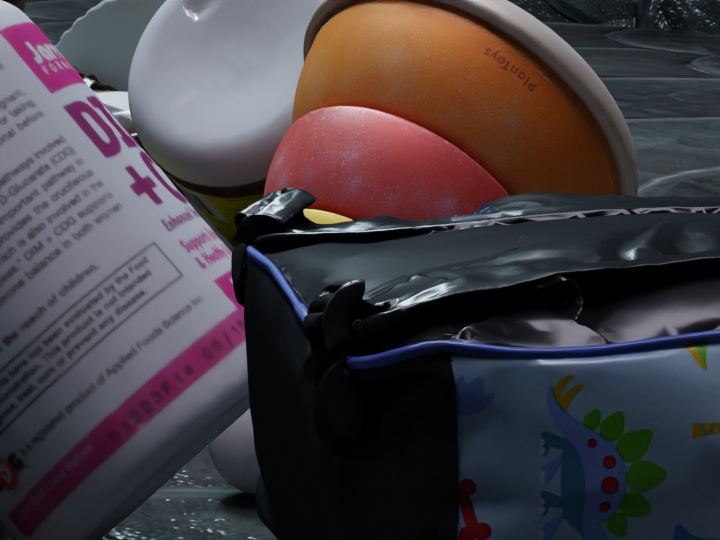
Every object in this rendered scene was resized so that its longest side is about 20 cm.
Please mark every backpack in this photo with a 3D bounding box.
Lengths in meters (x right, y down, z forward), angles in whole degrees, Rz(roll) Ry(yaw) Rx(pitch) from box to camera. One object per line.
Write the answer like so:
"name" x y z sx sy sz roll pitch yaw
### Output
"backpack" 0.077 0.054 0.773 0.199 0.148 0.183 -5 11 -10

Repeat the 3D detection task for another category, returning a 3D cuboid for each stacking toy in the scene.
"stacking toy" 0.000 0.000 1.092 0.146 0.146 0.200 9 50 38

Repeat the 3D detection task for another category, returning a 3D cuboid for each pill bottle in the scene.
"pill bottle" -0.123 -0.014 0.950 0.113 0.200 0.113 -41 -3 -3
"pill bottle" -0.014 -0.045 1.290 0.109 0.110 0.200 6 -23 27

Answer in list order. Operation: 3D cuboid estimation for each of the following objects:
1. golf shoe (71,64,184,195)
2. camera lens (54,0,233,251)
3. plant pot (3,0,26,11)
"golf shoe" -0.143 -0.075 1.413 0.199 0.095 0.078 -10 -21 16
"camera lens" -0.061 -0.080 1.533 0.159 0.161 0.200 5 10 23
"plant pot" -0.234 -0.088 1.112 0.174 0.201 0.200 18 11 4
